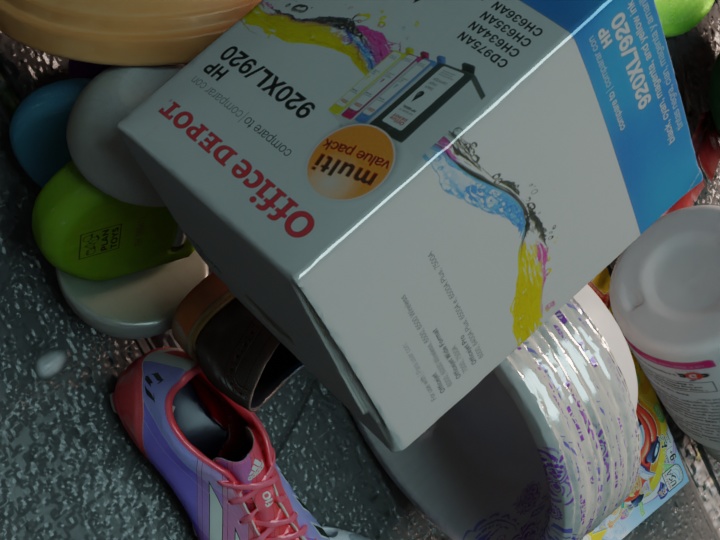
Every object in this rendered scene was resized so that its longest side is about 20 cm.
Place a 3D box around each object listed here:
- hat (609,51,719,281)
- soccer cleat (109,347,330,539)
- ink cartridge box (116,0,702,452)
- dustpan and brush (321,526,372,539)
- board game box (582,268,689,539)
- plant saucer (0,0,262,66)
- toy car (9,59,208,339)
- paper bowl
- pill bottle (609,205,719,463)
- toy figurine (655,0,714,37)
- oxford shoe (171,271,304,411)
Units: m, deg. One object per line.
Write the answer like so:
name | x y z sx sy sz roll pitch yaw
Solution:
hat | 0.250 -0.125 1.093 0.175 0.166 0.201 -3 60 -27
soccer cleat | -0.065 0.126 0.891 0.067 0.076 0.200 -45 111 -29
ink cartridge box | 0.025 -0.054 0.720 0.200 0.147 0.145 -42 140 -10
dustpan and brush | 0.060 0.204 0.969 0.199 0.140 0.057 15 120 -1
board game box | 0.138 0.090 1.068 0.134 0.034 0.201 -32 105 -33
plant saucer | -0.102 -0.171 0.818 0.200 0.200 0.038 -33 137 -33
toy car | -0.098 -0.074 0.847 0.199 0.175 0.150 -25 64 -27
paper bowl | 0.081 0.064 0.921 0.104 0.200 0.201 -35 107 -28
pill bottle | 0.250 0.054 1.072 0.114 0.113 0.200 -64 144 -21
toy figurine | 0.247 -0.256 1.081 0.199 0.184 0.151 7 82 -35
oxford shoe | 0.000 0.000 0.835 0.200 0.073 0.071 -38 150 -7
